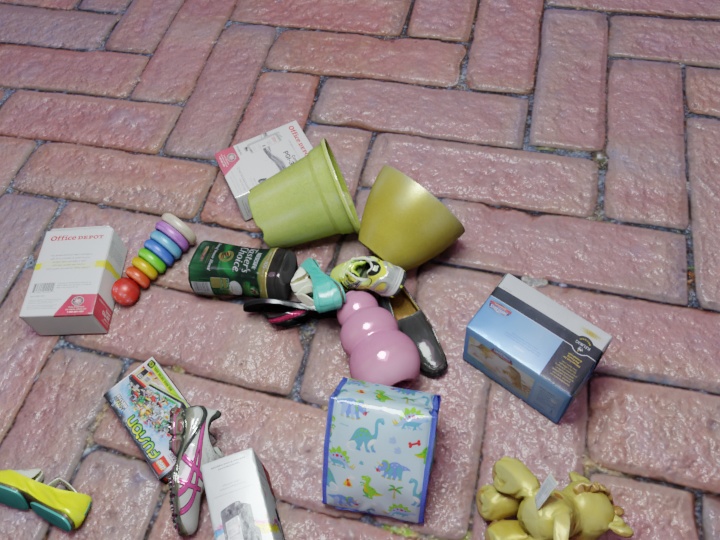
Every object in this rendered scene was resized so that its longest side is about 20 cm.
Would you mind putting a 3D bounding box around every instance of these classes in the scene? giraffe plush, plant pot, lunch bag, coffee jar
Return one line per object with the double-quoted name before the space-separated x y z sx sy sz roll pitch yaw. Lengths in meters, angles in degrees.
"giraffe plush" 0.290 0.353 0.907 0.160 0.201 0.174 7 50 -24
"plant pot" 0.078 -0.080 1.184 0.200 0.200 0.142 38 90 25
"lunch bag" 0.031 0.285 0.970 0.168 0.127 0.203 8 98 10
"plant pot" -0.117 -0.134 1.235 0.182 0.201 0.202 -21 57 5
"coffee jar" -0.224 0.002 1.204 0.197 0.086 0.105 6 45 9

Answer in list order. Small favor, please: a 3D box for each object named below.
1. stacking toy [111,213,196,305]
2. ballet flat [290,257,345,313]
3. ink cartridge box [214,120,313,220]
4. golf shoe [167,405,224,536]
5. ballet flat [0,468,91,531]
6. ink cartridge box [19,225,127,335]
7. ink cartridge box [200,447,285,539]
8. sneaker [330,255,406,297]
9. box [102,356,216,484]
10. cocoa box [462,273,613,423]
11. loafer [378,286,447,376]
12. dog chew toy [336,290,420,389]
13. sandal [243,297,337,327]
"stacking toy" -0.424 -0.017 1.252 0.085 0.086 0.201 30 71 22
"ballet flat" -0.091 0.025 1.141 0.070 0.068 0.200 -17 21 -16
"ink cartridge box" -0.194 -0.219 1.345 0.198 0.083 0.147 -25 59 -10
"golf shoe" -0.264 0.321 1.000 0.091 0.073 0.203 1 83 -19
"ballet flat" -0.536 0.368 1.033 0.198 0.067 0.067 17 40 12
"ink cartridge box" -0.561 0.020 1.233 0.143 0.084 0.202 -2 58 4
"ink cartridge box" -0.162 0.391 0.922 0.082 0.146 0.201 -18 58 -8
"sneaker" 0.000 0.000 1.143 0.199 0.076 0.076 -2 61 54
"box" -0.353 0.259 1.090 0.110 0.035 0.200 -39 62 -17
"cocoa box" 0.288 0.131 1.045 0.199 0.134 0.131 34 67 24
"loafer" 0.090 0.100 1.121 0.072 0.073 0.201 -29 60 -13
"dog chew toy" 0.021 0.121 1.082 0.123 0.125 0.201 -23 60 -9
"sandal" -0.125 0.084 1.158 0.197 0.075 0.046 5 76 5
